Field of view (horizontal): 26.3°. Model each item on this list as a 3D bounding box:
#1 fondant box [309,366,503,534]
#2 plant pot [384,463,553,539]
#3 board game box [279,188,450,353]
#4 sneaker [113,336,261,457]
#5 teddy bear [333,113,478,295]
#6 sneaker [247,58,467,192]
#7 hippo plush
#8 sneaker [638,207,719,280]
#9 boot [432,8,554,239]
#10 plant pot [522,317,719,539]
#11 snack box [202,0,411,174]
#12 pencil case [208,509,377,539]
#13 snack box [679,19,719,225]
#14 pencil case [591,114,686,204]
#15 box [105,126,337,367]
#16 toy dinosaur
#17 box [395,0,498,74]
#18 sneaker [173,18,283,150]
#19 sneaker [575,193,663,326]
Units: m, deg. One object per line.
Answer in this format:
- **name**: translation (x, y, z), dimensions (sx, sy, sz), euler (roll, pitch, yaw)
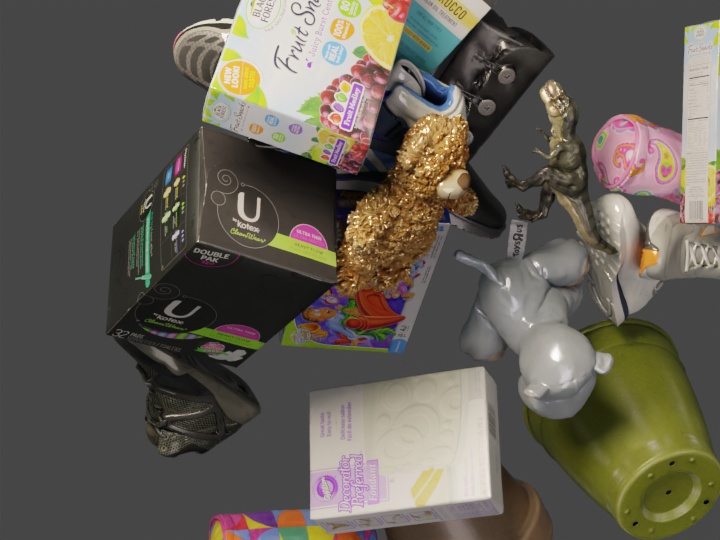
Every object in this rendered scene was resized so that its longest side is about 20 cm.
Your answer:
- **fondant box**: translation (0.047, 0.191, 1.629), dimensions (0.198, 0.146, 0.058), euler (-10, 153, 17)
- **plant pot**: translation (0.093, 0.260, 1.730), dimensions (0.199, 0.200, 0.176), euler (-28, 111, 1)
- **board game box**: translation (0.000, 0.000, 1.546), dimensions (0.133, 0.045, 0.201), euler (4, 138, -13)
- **sneaker**: translation (-0.201, 0.127, 1.585), dimensions (0.114, 0.076, 0.199), euler (-43, 132, 5)
- **teddy bear**: translation (0.045, -0.048, 1.403), dimensions (0.144, 0.067, 0.200), euler (16, 124, -48)
- **sneaker**: translation (0.000, -0.147, 1.431), dimensions (0.198, 0.081, 0.147), euler (13, 133, -1)
- **hippo plush**: translation (0.202, 0.059, 1.600), dimensions (0.158, 0.161, 0.201), euler (-27, 148, -15)
- **sneaker**: translation (0.364, -0.022, 1.623), dimensions (0.199, 0.091, 0.077), euler (-10, 111, -54)
- **boot**: translation (0.127, -0.143, 1.528), dimensions (0.164, 0.066, 0.201), euler (21, 110, -32)
- **plant pot**: translation (0.308, 0.191, 1.737), dimensions (0.198, 0.193, 0.202), euler (-9, 126, -13)
- **snack box**: translation (-0.040, -0.195, 1.322), dimensions (0.141, 0.201, 0.053), euler (18, 147, -4)
- **pencil case**: translation (-0.075, 0.317, 1.760), dimensions (0.198, 0.089, 0.089), euler (3, 122, -19)
- **snack box**: translation (0.410, -0.145, 1.559), dimensions (0.167, 0.068, 0.202), euler (0, 90, -23)
- **pencil case**: translation (0.339, -0.102, 1.614), dimensions (0.198, 0.088, 0.088), euler (13, 118, -28)
- **box**: translation (-0.130, -0.016, 1.433), dimensions (0.147, 0.125, 0.200), euler (16, 146, -28)
- **toy dinosaur**: translation (0.191, -0.085, 1.523), dimensions (0.087, 0.048, 0.201), euler (-15, 120, 9)
- **box**: translation (0.078, -0.263, 1.431), dimensions (0.082, 0.049, 0.200), euler (33, 108, -34)
- **sneaker**: translation (-0.090, -0.159, 1.368), dimensions (0.199, 0.087, 0.074), euler (28, 126, 12)
- **sneaker**: translation (0.284, -0.025, 1.646), dimensions (0.080, 0.077, 0.201), euler (-28, 147, -8)
